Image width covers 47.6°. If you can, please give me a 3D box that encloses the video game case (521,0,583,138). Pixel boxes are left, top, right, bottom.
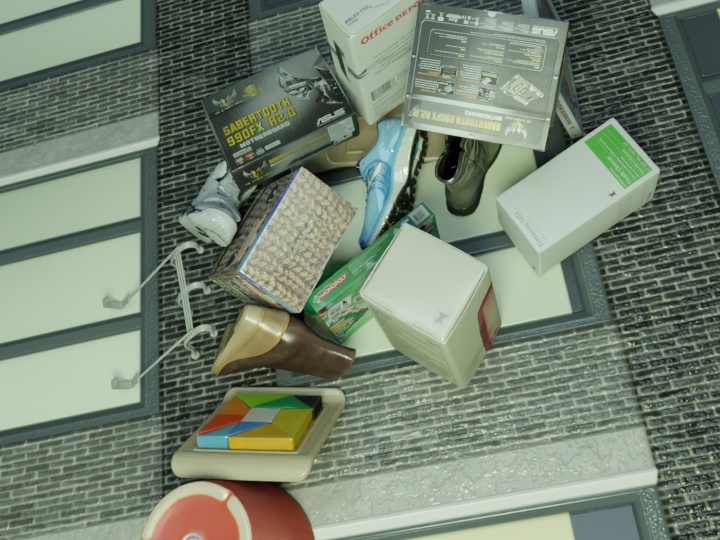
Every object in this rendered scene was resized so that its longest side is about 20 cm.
[{"bbox_3d":[0.272,-0.318,1.167,0.023,0.182,0.204,-15,63,26],"label":"video game case"}]

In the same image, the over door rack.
[{"bbox_3d":[-0.290,0.069,1.202,0.198,0.066,0.150,-31,60,26],"label":"over door rack"}]

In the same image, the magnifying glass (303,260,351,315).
[{"bbox_3d":[0.000,0.000,1.165,0.198,0.080,0.022,-33,59,-13],"label":"magnifying glass"}]

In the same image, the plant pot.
[{"bbox_3d":[-0.168,0.345,0.993,0.195,0.178,0.205,-6,65,13],"label":"plant pot"}]

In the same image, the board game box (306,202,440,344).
[{"bbox_3d":[0.026,0.008,1.113,0.199,0.135,0.029,-39,65,-5],"label":"board game box"}]

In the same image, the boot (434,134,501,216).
[{"bbox_3d":[0.158,-0.189,1.167,0.066,0.131,0.204,9,69,19],"label":"boot"}]

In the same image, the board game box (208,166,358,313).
[{"bbox_3d":[-0.112,-0.035,1.127,0.096,0.199,0.161,34,75,-17],"label":"board game box"}]

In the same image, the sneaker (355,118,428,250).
[{"bbox_3d":[0.033,-0.126,1.192,0.088,0.078,0.204,16,86,25],"label":"sneaker"}]

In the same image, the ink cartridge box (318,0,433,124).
[{"bbox_3d":[0.033,-0.332,1.176,0.143,0.201,0.084,-37,65,-8],"label":"ink cartridge box"}]

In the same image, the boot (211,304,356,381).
[{"bbox_3d":[-0.110,0.123,1.120,0.164,0.200,0.074,25,58,-13],"label":"boot"}]

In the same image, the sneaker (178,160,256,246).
[{"bbox_3d":[-0.205,-0.103,1.205,0.075,0.199,0.116,37,79,-19],"label":"sneaker"}]

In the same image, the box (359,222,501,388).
[{"bbox_3d":[0.096,0.050,1.039,0.126,0.201,0.110,29,76,23],"label":"box"}]

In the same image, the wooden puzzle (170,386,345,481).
[{"bbox_3d":[-0.127,0.200,1.058,0.180,0.200,0.038,-1,109,14],"label":"wooden puzzle"}]

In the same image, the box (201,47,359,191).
[{"bbox_3d":[-0.120,-0.227,1.208,0.197,0.049,0.160,-25,58,-4],"label":"box"}]

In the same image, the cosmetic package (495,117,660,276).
[{"bbox_3d":[0.294,-0.099,1.119,0.198,0.085,0.108,-35,65,-3],"label":"cosmetic package"}]

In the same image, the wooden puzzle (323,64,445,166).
[{"bbox_3d":[0.048,-0.243,1.272,0.195,0.046,0.189,1,67,10],"label":"wooden puzzle"}]

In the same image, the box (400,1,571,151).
[{"bbox_3d":[0.160,-0.250,1.053,0.195,0.048,0.162,12,104,15],"label":"box"}]
